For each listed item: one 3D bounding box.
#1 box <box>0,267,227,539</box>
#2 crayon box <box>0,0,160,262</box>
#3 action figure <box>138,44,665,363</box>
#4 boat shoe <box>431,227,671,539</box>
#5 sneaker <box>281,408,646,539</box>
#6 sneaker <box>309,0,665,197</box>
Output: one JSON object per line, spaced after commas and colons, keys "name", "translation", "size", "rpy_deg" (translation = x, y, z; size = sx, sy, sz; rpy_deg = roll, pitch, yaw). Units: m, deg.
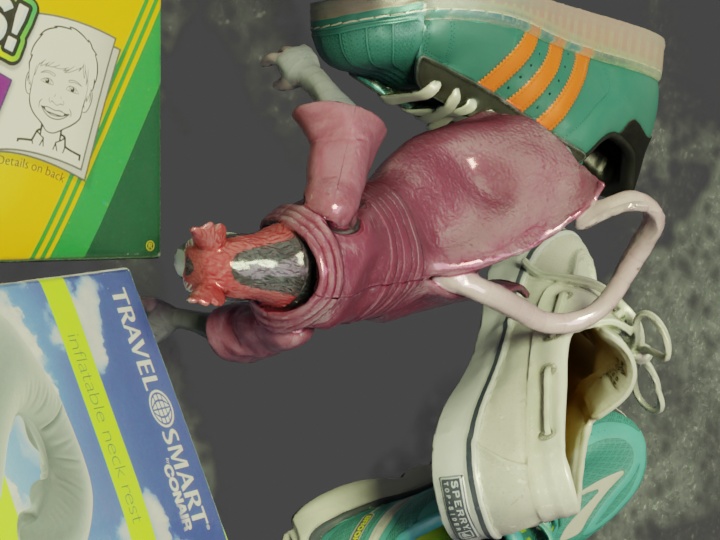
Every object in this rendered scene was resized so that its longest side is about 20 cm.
{"name": "box", "translation": [-0.120, 0.067, 0.827], "size": [0.200, 0.047, 0.123], "rpy_deg": [-9, 78, -61]}
{"name": "crayon box", "translation": [-0.167, -0.090, 0.839], "size": [0.199, 0.058, 0.174], "rpy_deg": [-2, 94, -39]}
{"name": "action figure", "translation": [0.000, 0.000, 0.917], "size": [0.199, 0.149, 0.135], "rpy_deg": [-17, 136, -55]}
{"name": "boat shoe", "translation": [0.094, 0.040, 0.992], "size": [0.202, 0.085, 0.075], "rpy_deg": [-60, 138, -58]}
{"name": "sneaker", "translation": [0.059, 0.115, 1.023], "size": [0.199, 0.079, 0.078], "rpy_deg": [-23, 107, -36]}
{"name": "sneaker", "translation": [0.060, -0.075, 1.015], "size": [0.199, 0.071, 0.081], "rpy_deg": [6, 84, -40]}
